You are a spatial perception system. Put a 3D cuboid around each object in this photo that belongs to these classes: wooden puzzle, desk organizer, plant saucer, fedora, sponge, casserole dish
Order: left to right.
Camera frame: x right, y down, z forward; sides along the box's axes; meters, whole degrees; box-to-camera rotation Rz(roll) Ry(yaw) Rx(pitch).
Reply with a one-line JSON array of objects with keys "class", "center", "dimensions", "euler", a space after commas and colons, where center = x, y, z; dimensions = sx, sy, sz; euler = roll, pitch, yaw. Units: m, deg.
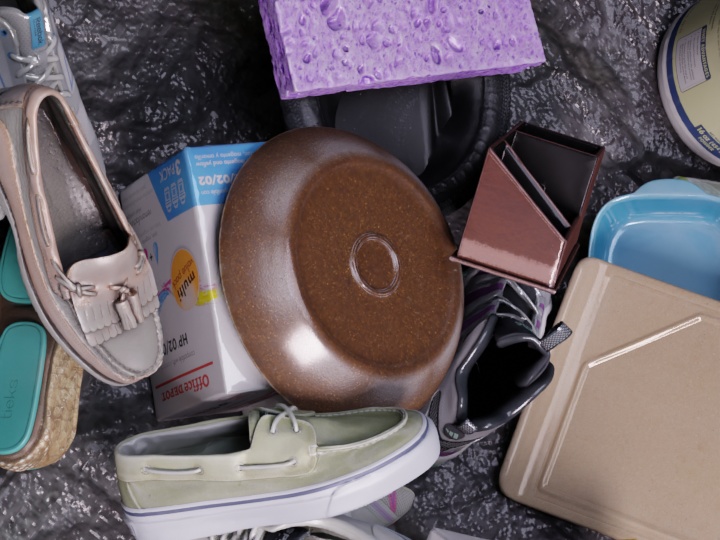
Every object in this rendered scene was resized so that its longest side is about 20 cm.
[{"class": "plant saucer", "center": [0.000, 0.000, 1.278], "dimensions": [0.200, 0.037, 0.201], "euler": [15, 66, -37]}, {"class": "fedora", "center": [0.010, -0.123, 1.405], "dimensions": [0.200, 0.092, 0.201], "euler": [5, 78, -26]}, {"class": "sponge", "center": [0.026, -0.181, 1.353], "dimensions": [0.199, 0.030, 0.112], "euler": [-10, 85, -28]}, {"class": "desk organizer", "center": [0.118, -0.047, 1.360], "dimensions": [0.072, 0.200, 0.077], "euler": [18, 102, 7]}, {"class": "wooden puzzle", "center": [0.220, 0.107, 1.434], "dimensions": [0.199, 0.037, 0.186], "euler": [20, 84, 7]}, {"class": "casserole dish", "center": [0.228, 0.033, 1.485], "dimensions": [0.121, 0.039, 0.201], "euler": [1, 76, 9]}]

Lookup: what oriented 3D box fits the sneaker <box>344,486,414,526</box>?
[{"class": "sneaker", "center": [-0.015, 0.088, 1.351], "dimensions": [0.088, 0.081, 0.201], "euler": [-7, 89, -30]}]

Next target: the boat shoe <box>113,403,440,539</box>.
[{"class": "boat shoe", "center": [-0.053, 0.114, 1.212], "dimensions": [0.199, 0.072, 0.062], "euler": [-15, 115, 2]}]

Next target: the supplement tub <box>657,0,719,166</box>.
[{"class": "supplement tub", "center": [0.336, -0.167, 1.528], "dimensions": [0.145, 0.200, 0.145], "euler": [7, 74, -26]}]

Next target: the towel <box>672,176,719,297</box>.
[{"class": "towel", "center": [0.315, 0.034, 1.554], "dimensions": [0.171, 0.048, 0.201], "euler": [10, 72, -26]}]

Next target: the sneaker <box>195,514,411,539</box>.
[{"class": "sneaker", "center": [-0.055, 0.165, 1.248], "dimensions": [0.071, 0.199, 0.073], "euler": [32, 69, -67]}]

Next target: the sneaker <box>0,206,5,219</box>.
[{"class": "sneaker", "center": [-0.259, -0.012, 1.249], "dimensions": [0.200, 0.075, 0.089], "euler": [-46, 116, -14]}]

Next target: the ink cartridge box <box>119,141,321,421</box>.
[{"class": "ink cartridge box", "center": [-0.091, 0.029, 1.298], "dimensions": [0.068, 0.115, 0.201], "euler": [-6, 80, -29]}]

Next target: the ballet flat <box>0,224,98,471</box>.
[{"class": "ballet flat", "center": [-0.197, 0.031, 1.277], "dimensions": [0.065, 0.070, 0.201], "euler": [40, 60, -63]}]

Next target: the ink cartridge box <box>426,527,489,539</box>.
[{"class": "ink cartridge box", "center": [0.082, 0.273, 1.214], "dimensions": [0.144, 0.084, 0.201], "euler": [16, 98, -31]}]

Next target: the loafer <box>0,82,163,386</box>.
[{"class": "loafer", "center": [-0.170, -0.019, 1.214], "dimensions": [0.072, 0.063, 0.200], "euler": [-35, 107, -35]}]

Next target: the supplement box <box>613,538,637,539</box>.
[{"class": "supplement box", "center": [0.082, 0.244, 1.339], "dimensions": [0.199, 0.109, 0.109], "euler": [-1, 78, -29]}]

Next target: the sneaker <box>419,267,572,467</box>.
[{"class": "sneaker", "center": [0.107, 0.044, 1.384], "dimensions": [0.078, 0.140, 0.200], "euler": [37, 62, -14]}]

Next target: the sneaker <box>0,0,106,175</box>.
[{"class": "sneaker", "center": [-0.219, -0.132, 1.290], "dimensions": [0.075, 0.087, 0.200], "euler": [-32, 95, -33]}]
